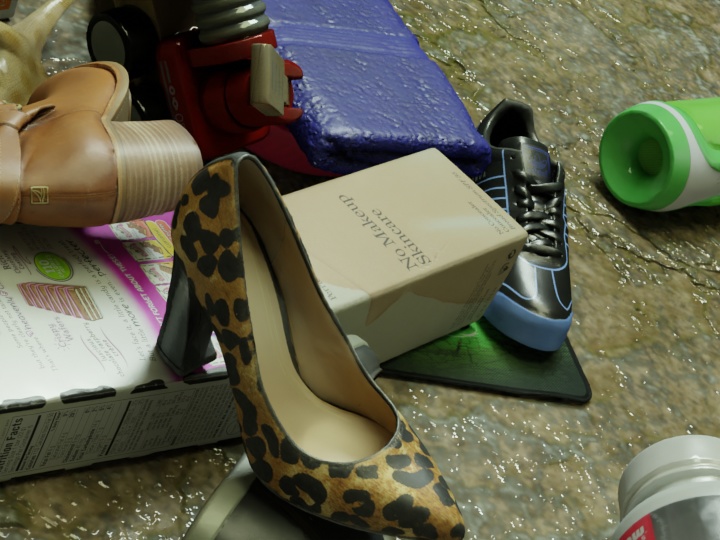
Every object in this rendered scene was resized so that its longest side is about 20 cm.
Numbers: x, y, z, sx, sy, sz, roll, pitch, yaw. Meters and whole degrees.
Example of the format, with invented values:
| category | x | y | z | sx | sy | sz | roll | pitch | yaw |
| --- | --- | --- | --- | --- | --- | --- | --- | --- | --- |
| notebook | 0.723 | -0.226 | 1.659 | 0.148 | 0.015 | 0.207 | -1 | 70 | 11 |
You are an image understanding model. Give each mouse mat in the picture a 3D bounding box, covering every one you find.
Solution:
| category | x | y | z | sx | sy | sz | roll | pitch | yaw |
| --- | --- | --- | --- | --- | --- | --- | --- | --- | --- |
| mouse mat | 0.046 | 0.019 | 1.246 | 0.199 | 0.008 | 0.161 | 9 | 38 | -25 |

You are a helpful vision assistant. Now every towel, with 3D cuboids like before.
| category | x | y | z | sx | sy | sz | roll | pitch | yaw |
| --- | --- | --- | --- | --- | --- | --- | --- | --- | --- |
| towel | -0.012 | -0.129 | 1.306 | 0.147 | 0.050 | 0.200 | 1 | 40 | -32 |

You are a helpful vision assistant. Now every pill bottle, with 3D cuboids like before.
| category | x | y | z | sx | sy | sz | roll | pitch | yaw |
| --- | --- | --- | --- | --- | --- | --- | --- | --- | --- |
| pill bottle | 0.190 | 0.184 | 1.028 | 0.110 | 0.111 | 0.200 | 18 | 34 | -14 |

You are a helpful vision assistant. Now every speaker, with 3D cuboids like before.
| category | x | y | z | sx | sy | sz | roll | pitch | yaw |
| --- | --- | --- | --- | --- | --- | --- | --- | --- | --- |
| speaker | 0.276 | -0.094 | 1.493 | 0.199 | 0.089 | 0.089 | -9 | 47 | -43 |

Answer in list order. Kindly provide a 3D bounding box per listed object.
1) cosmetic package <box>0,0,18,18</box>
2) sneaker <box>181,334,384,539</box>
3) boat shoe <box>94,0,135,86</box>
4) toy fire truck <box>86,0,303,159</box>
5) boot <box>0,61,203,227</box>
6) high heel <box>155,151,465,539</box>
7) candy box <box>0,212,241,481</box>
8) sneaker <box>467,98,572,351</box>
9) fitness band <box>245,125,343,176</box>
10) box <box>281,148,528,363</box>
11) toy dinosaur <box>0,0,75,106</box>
| category | x | y | z | sx | sy | sz | roll | pitch | yaw |
| --- | --- | --- | --- | --- | --- | --- | --- | --- | --- |
| cosmetic package | -0.301 | -0.210 | 1.218 | 0.199 | 0.102 | 0.071 | -17 | 54 | -46 |
| sneaker | -0.015 | 0.123 | 1.009 | 0.106 | 0.075 | 0.200 | 34 | 43 | 2 |
| boat shoe | -0.146 | -0.194 | 1.344 | 0.065 | 0.073 | 0.201 | 23 | 44 | -24 |
| toy fire truck | -0.088 | -0.154 | 1.169 | 0.128 | 0.177 | 0.199 | -23 | 17 | -40 |
| boot | -0.194 | -0.066 | 1.067 | 0.154 | 0.077 | 0.200 | -6 | 25 | -29 |
| high heel | -0.018 | 0.039 | 0.922 | 0.200 | 0.143 | 0.071 | 36 | 46 | 19 |
| candy box | -0.153 | 0.036 | 1.026 | 0.199 | 0.061 | 0.137 | -5 | 44 | -41 |
| sneaker | 0.105 | -0.035 | 1.284 | 0.070 | 0.078 | 0.201 | 12 | 36 | -23 |
| fitness band | -0.025 | -0.126 | 1.367 | 0.199 | 0.038 | 0.144 | -17 | 56 | -46 |
| box | 0.000 | 0.000 | 1.160 | 0.095 | 0.078 | 0.200 | 43 | 37 | 20 |
| toy dinosaur | -0.230 | -0.136 | 1.228 | 0.101 | 0.058 | 0.201 | 33 | 38 | -20 |
